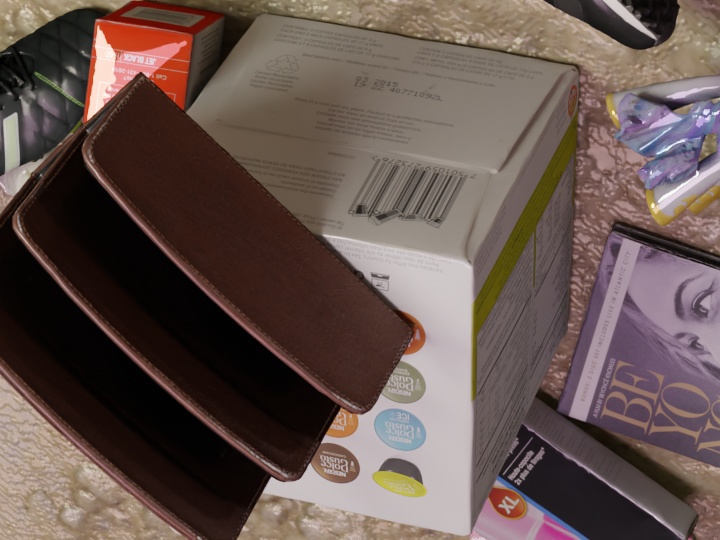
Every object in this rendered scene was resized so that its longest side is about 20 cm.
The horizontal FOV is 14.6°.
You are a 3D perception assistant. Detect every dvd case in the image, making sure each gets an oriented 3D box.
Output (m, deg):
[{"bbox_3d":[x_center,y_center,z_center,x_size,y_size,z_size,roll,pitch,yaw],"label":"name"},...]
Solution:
[{"bbox_3d":[0.228,0.062,1.674,0.200,0.016,0.149,19,131,7],"label":"dvd case"}]

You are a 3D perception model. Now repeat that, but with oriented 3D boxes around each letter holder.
[{"bbox_3d":[-0.094,0.027,1.429,0.200,0.142,0.101,44,128,-11],"label":"letter holder"}]

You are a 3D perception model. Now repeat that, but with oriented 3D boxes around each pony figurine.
[{"bbox_3d":[0.237,-0.091,1.475,0.200,0.167,0.193,-21,146,21],"label":"pony figurine"}]

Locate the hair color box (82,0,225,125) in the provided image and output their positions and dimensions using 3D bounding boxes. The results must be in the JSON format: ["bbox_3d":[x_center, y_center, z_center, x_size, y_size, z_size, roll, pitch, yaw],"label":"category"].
[{"bbox_3d":[-0.127,-0.049,1.624,0.061,0.102,0.200,9,103,6],"label":"hair color box"}]

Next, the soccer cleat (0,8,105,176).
[{"bbox_3d":[-0.231,-0.089,1.662,0.200,0.068,0.081,-39,143,10],"label":"soccer cleat"}]

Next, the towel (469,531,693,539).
[{"bbox_3d":[0.165,0.235,1.825,0.146,0.030,0.200,-7,123,26],"label":"towel"}]

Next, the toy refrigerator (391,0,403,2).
[{"bbox_3d":[-0.019,-0.231,1.463,0.200,0.070,0.076,40,138,28],"label":"toy refrigerator"}]

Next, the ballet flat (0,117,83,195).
[{"bbox_3d":[-0.163,-0.052,1.712,0.200,0.072,0.072,22,131,6],"label":"ballet flat"}]

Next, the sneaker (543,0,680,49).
[{"bbox_3d":[0.082,-0.185,1.513,0.200,0.070,0.090,43,135,-7],"label":"sneaker"}]

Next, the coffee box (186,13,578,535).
[{"bbox_3d":[0.000,0.000,1.595,0.200,0.200,0.198,11,129,16],"label":"coffee box"}]

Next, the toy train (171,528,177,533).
[{"bbox_3d":[-0.081,0.125,1.822,0.200,0.056,0.150,-20,116,32],"label":"toy train"}]

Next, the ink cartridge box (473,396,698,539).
[{"bbox_3d":[0.103,0.130,1.750,0.200,0.037,0.095,37,127,3],"label":"ink cartridge box"}]
